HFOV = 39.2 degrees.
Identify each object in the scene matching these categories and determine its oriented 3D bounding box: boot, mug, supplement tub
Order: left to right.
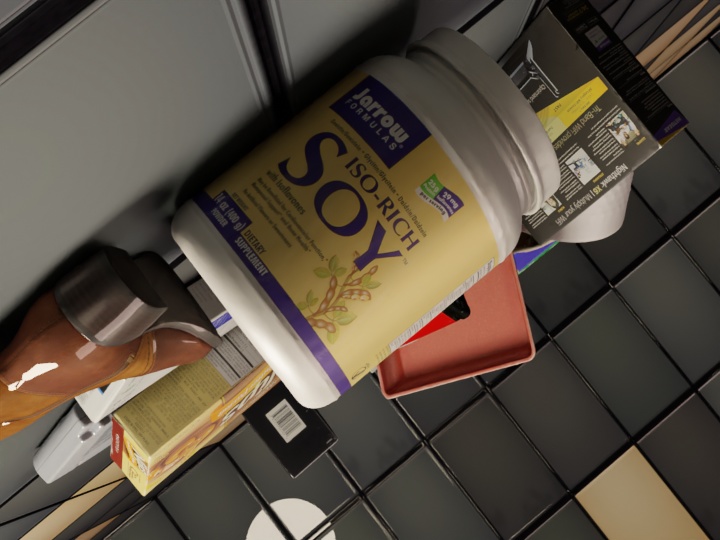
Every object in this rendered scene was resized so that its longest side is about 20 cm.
[{"bbox_3d":[-0.186,0.077,0.608,0.199,0.069,0.188,-39,175,3],"label":"boot"},{"bbox_3d":[0.004,-0.033,0.599,0.199,0.146,0.145,-39,175,-7],"label":"supplement tub"},{"bbox_3d":[0.240,-0.155,1.122,0.200,0.146,0.178,-46,146,-52],"label":"mug"}]

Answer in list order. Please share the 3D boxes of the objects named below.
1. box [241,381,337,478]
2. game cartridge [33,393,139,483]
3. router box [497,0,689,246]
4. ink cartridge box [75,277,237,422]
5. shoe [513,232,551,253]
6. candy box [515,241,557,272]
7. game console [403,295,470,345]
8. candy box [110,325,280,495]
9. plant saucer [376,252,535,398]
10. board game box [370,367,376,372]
[{"bbox_3d":[-0.151,0.296,2.015,0.123,0.201,0.198,-38,176,-9],"label":"box"},{"bbox_3d":[-0.217,0.122,0.965,0.199,0.041,0.134,-34,169,-48],"label":"game cartridge"},{"bbox_3d":[0.185,-0.136,0.947,0.052,0.158,0.200,-35,174,-33],"label":"router box"},{"bbox_3d":[-0.138,0.043,0.828,0.199,0.039,0.099,-34,172,-39],"label":"ink cartridge box"},{"bbox_3d":[0.208,-0.049,1.202,0.198,0.053,0.071,-13,123,-44],"label":"shoe"},{"bbox_3d":[0.219,-0.112,1.332,0.199,0.170,0.077,-40,170,2],"label":"candy box"},{"bbox_3d":[0.021,-0.021,0.898,0.171,0.120,0.200,-25,154,19],"label":"game console"},{"bbox_3d":[-0.137,0.110,0.935,0.200,0.055,0.116,-40,168,-29],"label":"candy box"},{"bbox_3d":[0.090,0.018,1.081,0.198,0.203,0.036,-20,165,37],"label":"plant saucer"},{"bbox_3d":[0.057,0.019,1.229,0.200,0.064,0.148,-43,159,-8],"label":"board game box"}]
